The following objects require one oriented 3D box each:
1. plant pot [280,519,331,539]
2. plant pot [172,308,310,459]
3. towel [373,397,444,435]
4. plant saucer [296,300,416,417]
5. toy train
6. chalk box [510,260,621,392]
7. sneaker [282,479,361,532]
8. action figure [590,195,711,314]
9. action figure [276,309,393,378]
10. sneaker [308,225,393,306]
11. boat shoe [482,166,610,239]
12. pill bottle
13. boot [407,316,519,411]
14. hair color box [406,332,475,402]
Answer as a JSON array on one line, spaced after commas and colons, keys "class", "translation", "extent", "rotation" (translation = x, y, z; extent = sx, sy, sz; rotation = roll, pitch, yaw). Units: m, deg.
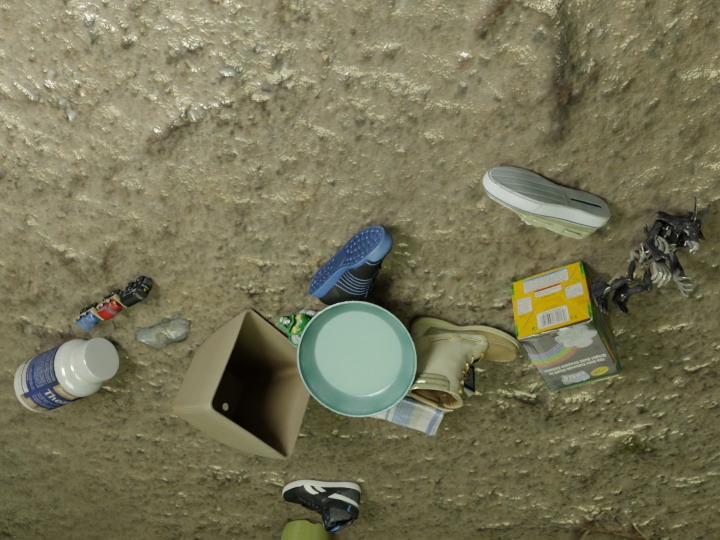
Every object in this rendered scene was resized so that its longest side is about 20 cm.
[{"class": "plant pot", "translation": [-0.150, 0.771, 1.874], "extent": [0.198, 0.186, 0.202], "rotation": [4, 136, 4]}, {"class": "plant pot", "translation": [-0.225, 0.222, 1.318], "extent": [0.176, 0.201, 0.200], "rotation": [-18, 132, 39]}, {"class": "towel", "translation": [0.062, 0.271, 1.392], "extent": [0.198, 0.024, 0.147], "rotation": [16, 154, 5]}, {"class": "plant saucer", "translation": [-0.005, 0.142, 1.177], "extent": [0.197, 0.036, 0.203], "rotation": [2, 104, 7]}, {"class": "toy train", "translation": [-0.445, 0.065, 1.274], "extent": [0.199, 0.046, 0.034], "rotation": [-25, 129, 29]}, {"class": "chalk box", "translation": [0.341, 0.106, 1.163], "extent": [0.123, 0.125, 0.200], "rotation": [-19, 132, 23]}, {"class": "sneaker", "translation": [-0.100, 0.567, 1.707], "extent": [0.197, 0.113, 0.074], "rotation": [-6, 135, 13]}, {"class": "action figure", "translation": [0.437, -0.009, 1.038], "extent": [0.118, 0.103, 0.200], "rotation": [13, 132, -33]}, {"class": "action figure", "translation": [-0.052, 0.108, 1.238], "extent": [0.198, 0.119, 0.055], "rotation": [9, 152, 13]}, {"class": "sneaker", "translation": [0.000, 0.000, 1.139], "extent": [0.077, 0.071, 0.200], "rotation": [28, 140, -25]}, {"class": "boat shoe", "translation": [0.257, -0.088, 1.007], "extent": [0.198, 0.073, 0.062], "rotation": [16, 134, -14]}, {"class": "pill bottle", "translation": [-0.565, 0.198, 1.381], "extent": [0.198, 0.112, 0.111], "rotation": [-22, 130, 27]}, {"class": "boot", "translation": [0.178, 0.167, 1.221], "extent": [0.197, 0.156, 0.072], "rotation": [11, 137, -4]}, {"class": "hair color box", "translation": [0.107, 0.185, 1.319], "extent": [0.199, 0.061, 0.100], "rotation": [29, 133, -22]}]
